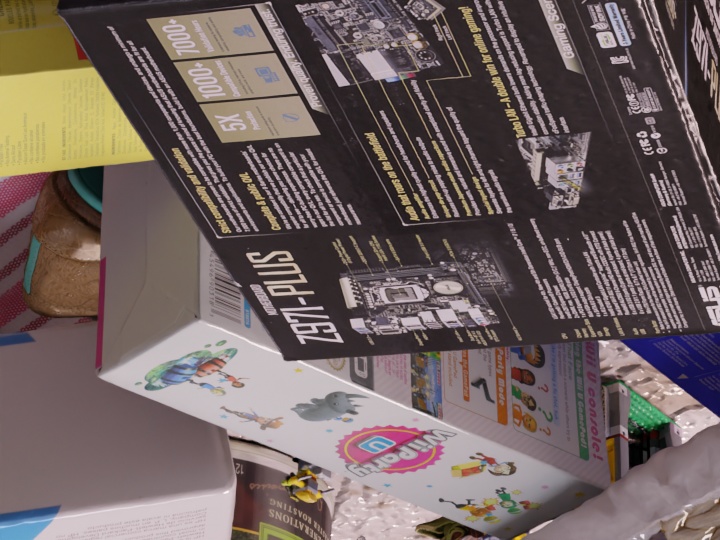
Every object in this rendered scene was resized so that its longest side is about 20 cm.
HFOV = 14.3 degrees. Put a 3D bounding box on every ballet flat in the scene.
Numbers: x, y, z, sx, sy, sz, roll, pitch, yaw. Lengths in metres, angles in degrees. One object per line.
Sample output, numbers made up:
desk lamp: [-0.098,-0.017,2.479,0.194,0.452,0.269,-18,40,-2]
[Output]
ballet flat: [-0.051,0.006,1.129,0.200,0.068,0.072,8,124,-42]

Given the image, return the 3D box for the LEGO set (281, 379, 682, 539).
LEGO set: [0.059,0.109,1.286,0.154,0.116,0.200,-13,147,24]

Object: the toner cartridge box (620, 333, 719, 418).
toner cartridge box: [0.161,0.014,1.124,0.095,0.043,0.200,-18,145,30]

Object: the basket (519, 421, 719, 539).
basket: [0.181,0.141,1.082,0.200,0.161,0.198,-5,159,-39]

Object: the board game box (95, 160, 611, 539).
board game box: [0.000,0.000,1.070,0.200,0.148,0.064,24,141,-33]

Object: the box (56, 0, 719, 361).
box: [0.026,-0.061,0.850,0.164,0.086,0.200,-5,148,18]

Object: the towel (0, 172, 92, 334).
towel: [-0.141,-0.007,1.115,0.146,0.030,0.200,-38,143,3]

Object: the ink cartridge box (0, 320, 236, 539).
ink cartridge box: [-0.130,0.106,1.135,0.144,0.085,0.200,-8,150,-11]

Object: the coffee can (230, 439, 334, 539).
coffee can: [-0.087,0.199,1.366,0.146,0.200,0.146,1,150,0]

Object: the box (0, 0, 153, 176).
box: [-0.170,-0.067,0.975,0.200,0.075,0.050,-6,136,-12]
